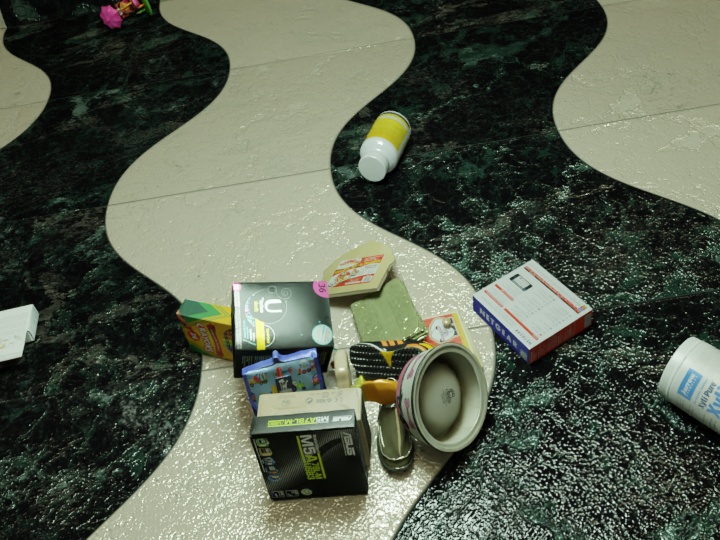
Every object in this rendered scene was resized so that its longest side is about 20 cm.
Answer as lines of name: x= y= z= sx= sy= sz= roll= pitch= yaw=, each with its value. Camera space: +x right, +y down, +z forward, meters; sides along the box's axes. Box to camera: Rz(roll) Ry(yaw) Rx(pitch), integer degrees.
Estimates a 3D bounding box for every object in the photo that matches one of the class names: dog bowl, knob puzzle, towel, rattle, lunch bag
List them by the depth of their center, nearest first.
dog bowl: x=0.150 y=0.240 z=1.484 sx=0.073 sy=0.202 sz=0.200 roll=-9 pitch=30 yaw=52
lunch bag: x=-0.145 y=0.228 z=1.539 sx=0.147 sy=0.203 sz=0.095 roll=-13 pitch=42 yaw=-3
rattle: x=0.005 y=0.204 z=1.575 sx=0.140 sy=0.133 sz=0.200 roll=-25 pitch=5 yaw=4
knob puzzle: x=0.143 y=0.163 z=1.674 sx=0.214 sy=0.031 sz=0.223 roll=-6 pitch=44 yaw=6
towel: x=0.060 y=0.112 z=1.716 sx=0.146 sy=0.037 sz=0.202 roll=-29 pitch=42 yaw=3
knob puzzle: x=0.000 y=0.000 z=1.850 sx=0.215 sy=0.031 sz=0.221 roll=-21 pitch=29 yaw=12

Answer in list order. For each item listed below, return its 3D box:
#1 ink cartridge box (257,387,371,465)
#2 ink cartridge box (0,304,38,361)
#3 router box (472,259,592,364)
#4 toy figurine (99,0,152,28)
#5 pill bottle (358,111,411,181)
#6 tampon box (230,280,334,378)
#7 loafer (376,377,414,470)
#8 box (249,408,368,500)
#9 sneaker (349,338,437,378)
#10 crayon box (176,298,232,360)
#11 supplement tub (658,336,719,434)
ink cartridge box: x=-0.084 y=0.303 z=1.475 sx=0.195 sy=0.167 sz=0.076 roll=-6 pitch=46 yaw=6
ink cartridge box: x=-0.879 y=0.174 z=1.859 sx=0.195 sy=0.044 sz=0.176 roll=-12 pitch=44 yaw=-2
router box: x=0.370 y=0.084 z=1.696 sx=0.177 sy=0.050 sz=0.200 roll=-27 pitch=46 yaw=-16
toy figurine: x=-0.945 y=-1.034 z=3.083 sx=0.183 sy=0.152 sz=0.199 roll=-36 pitch=26 yaw=-13
pill bottle: x=0.063 y=-0.340 z=2.152 sx=0.109 sy=0.114 sz=0.202 roll=8 pitch=46 yaw=19
tampon box: x=-0.161 y=0.118 z=1.579 sx=0.195 sy=0.127 sz=0.153 roll=-2 pitch=59 yaw=-12
loafer: x=0.061 y=0.295 z=1.524 sx=0.073 sy=0.071 sz=0.203 roll=-10 pitch=43 yaw=1
box: x=-0.089 y=0.338 z=1.415 sx=0.188 sy=0.203 sz=0.048 roll=-3 pitch=40 yaw=6
sneaker: x=0.071 y=0.177 z=1.608 sx=0.196 sy=0.072 sz=0.089 roll=-3 pitch=7 yaw=37
crayon box: x=-0.297 y=0.137 z=1.718 sx=0.195 sy=0.129 sz=0.051 roll=8 pitch=45 yaw=20
supplement tub: x=0.667 y=0.228 z=1.428 sx=0.131 sy=0.134 sz=0.199 roll=-35 pitch=48 yaw=-25
